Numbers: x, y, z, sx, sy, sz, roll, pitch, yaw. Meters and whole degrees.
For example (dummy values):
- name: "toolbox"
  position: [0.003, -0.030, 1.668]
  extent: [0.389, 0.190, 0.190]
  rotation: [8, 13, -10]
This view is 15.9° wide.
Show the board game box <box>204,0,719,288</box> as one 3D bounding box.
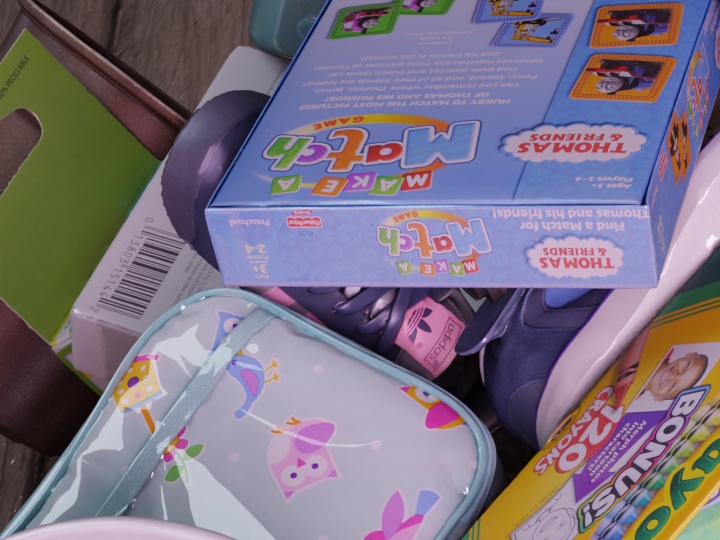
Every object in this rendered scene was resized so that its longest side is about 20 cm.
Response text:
- name: "board game box"
  position: [0.047, -0.062, 0.908]
  extent: [0.150, 0.037, 0.200]
  rotation: [0, 33, 19]

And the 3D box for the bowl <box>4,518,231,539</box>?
- name: "bowl"
  position: [-0.060, 0.172, 0.797]
  extent: [0.201, 0.201, 0.090]
  rotation: [-43, -8, 9]

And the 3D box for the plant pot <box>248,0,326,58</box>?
- name: "plant pot"
  position: [0.018, -0.161, 1.263]
  extent: [0.200, 0.140, 0.142]
  rotation: [-71, -5, -73]

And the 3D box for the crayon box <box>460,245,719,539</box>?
- name: "crayon box"
  position: [0.102, 0.079, 0.816]
  extent: [0.200, 0.058, 0.119]
  rotation: [-48, 18, -6]

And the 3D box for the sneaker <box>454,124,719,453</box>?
- name: "sneaker"
  position: [0.119, -0.018, 0.951]
  extent: [0.200, 0.080, 0.147]
  rotation: [-50, 21, 7]

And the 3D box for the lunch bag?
- name: "lunch bag"
  position: [-0.052, 0.113, 0.925]
  extent: [0.201, 0.160, 0.077]
  rotation: [-54, -25, -17]

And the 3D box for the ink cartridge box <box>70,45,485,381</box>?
- name: "ink cartridge box"
  position: [-0.015, -0.010, 1.199]
  extent: [0.045, 0.175, 0.201]
  rotation: [93, -162, -45]

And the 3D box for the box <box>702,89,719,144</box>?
- name: "box"
  position: [0.136, -0.100, 1.074]
  extent: [0.200, 0.095, 0.078]
  rotation: [-21, 30, 55]

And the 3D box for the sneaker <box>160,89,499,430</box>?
- name: "sneaker"
  position: [0.000, 0.000, 0.980]
  extent: [0.082, 0.200, 0.070]
  rotation: [32, 84, 36]

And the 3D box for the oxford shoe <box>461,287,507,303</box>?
- name: "oxford shoe"
  position: [0.051, -0.054, 0.980]
  extent: [0.084, 0.073, 0.200]
  rotation: [-31, 22, 14]

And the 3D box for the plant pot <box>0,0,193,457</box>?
- name: "plant pot"
  position: [-0.165, -0.016, 1.447]
  extent: [0.199, 0.200, 0.200]
  rotation: [-54, 17, 3]

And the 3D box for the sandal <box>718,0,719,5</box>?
- name: "sandal"
  position: [0.205, -0.125, 0.940]
  extent: [0.199, 0.076, 0.045]
  rotation: [-31, 6, -40]

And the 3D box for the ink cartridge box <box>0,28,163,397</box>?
- name: "ink cartridge box"
  position: [-0.105, -0.022, 1.275]
  extent: [0.076, 0.200, 0.148]
  rotation: [-29, 24, 43]
